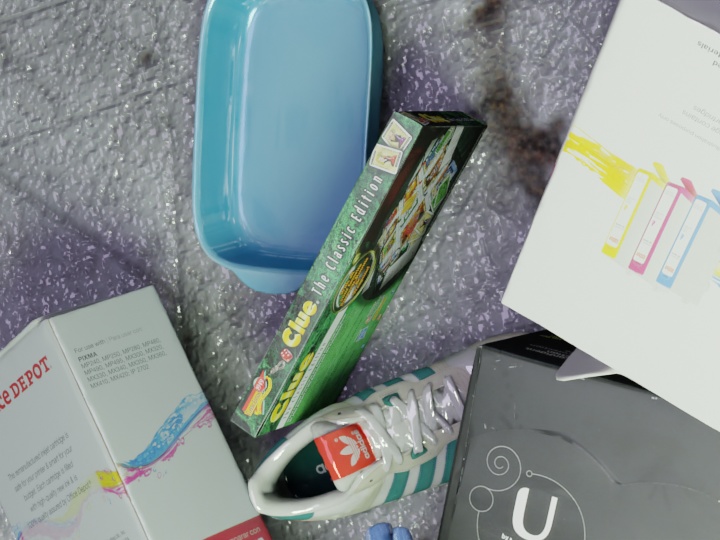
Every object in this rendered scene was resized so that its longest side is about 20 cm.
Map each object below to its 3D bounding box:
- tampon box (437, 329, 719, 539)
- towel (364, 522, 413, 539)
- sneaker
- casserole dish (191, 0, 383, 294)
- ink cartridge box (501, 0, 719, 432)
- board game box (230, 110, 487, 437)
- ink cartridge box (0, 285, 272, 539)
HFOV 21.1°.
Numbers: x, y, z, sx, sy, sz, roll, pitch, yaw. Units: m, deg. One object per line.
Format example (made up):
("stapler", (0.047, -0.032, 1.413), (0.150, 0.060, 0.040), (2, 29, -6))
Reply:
("tampon box", (0.149, 0.105, 0.978), (0.149, 0.200, 0.127), (14, 99, 24))
("towel", (0.035, 0.208, 0.941), (0.024, 0.200, 0.147), (-14, 70, 2))
("sneaker", (0.024, 0.096, 1.093), (0.199, 0.093, 0.071), (-25, 83, 24))
("casserole dish", (-0.039, -0.087, 1.135), (0.121, 0.039, 0.201), (6, 96, 30))
("ink cartridge box", (0.162, -0.037, 0.858), (0.125, 0.129, 0.200), (31, 130, 16))
("board game box", (0.000, 0.000, 1.092), (0.023, 0.105, 0.200), (33, 106, 15))
("ink cartridge box", (-0.144, 0.129, 1.151), (0.146, 0.083, 0.201), (-35, 77, 50))
